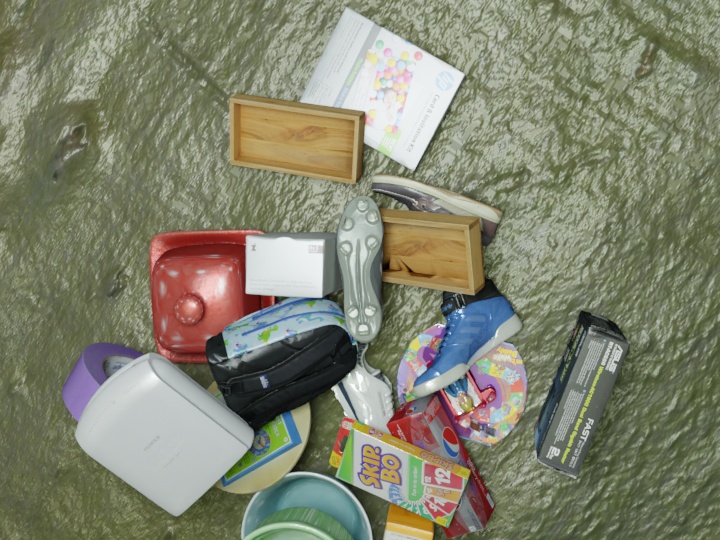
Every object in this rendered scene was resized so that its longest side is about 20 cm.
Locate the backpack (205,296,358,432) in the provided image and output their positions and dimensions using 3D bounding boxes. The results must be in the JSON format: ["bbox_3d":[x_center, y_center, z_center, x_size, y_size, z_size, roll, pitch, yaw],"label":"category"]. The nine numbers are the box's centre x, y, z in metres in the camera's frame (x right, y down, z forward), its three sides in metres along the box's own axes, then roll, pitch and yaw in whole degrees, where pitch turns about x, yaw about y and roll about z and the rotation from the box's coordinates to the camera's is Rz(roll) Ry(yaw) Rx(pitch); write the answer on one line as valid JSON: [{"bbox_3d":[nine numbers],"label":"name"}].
[{"bbox_3d":[-0.102,0.118,1.315,0.197,0.155,0.165,-19,124,6],"label":"backpack"}]

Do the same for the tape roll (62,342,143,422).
[{"bbox_3d":[-0.334,0.191,1.362,0.198,0.200,0.066,33,100,3],"label":"tape roll"}]

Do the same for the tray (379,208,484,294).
[{"bbox_3d":[0.078,-0.031,1.305,0.197,0.037,0.100,9,117,36],"label":"tray"}]

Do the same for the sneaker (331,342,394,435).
[{"bbox_3d":[0.021,0.207,1.382,0.080,0.076,0.202,-29,93,2],"label":"sneaker"}]

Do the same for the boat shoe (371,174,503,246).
[{"bbox_3d":[0.105,-0.088,1.335,0.196,0.072,0.066,17,94,0],"label":"boat shoe"}]

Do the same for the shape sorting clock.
[{"bbox_3d":[-0.165,0.233,1.387,0.196,0.039,0.204,-10,63,21],"label":"shape sorting clock"}]

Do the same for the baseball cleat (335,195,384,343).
[{"bbox_3d":[0.000,0.000,1.307,0.068,0.106,0.204,2,86,3],"label":"baseball cleat"}]

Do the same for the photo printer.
[{"bbox_3d":[-0.266,0.214,1.232,0.166,0.070,0.200,-42,111,13],"label":"photo printer"}]

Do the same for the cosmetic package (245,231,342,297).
[{"bbox_3d":[-0.086,-0.012,1.303,0.110,0.200,0.083,3,96,10],"label":"cosmetic package"}]

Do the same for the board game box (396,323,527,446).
[{"bbox_3d":[0.151,0.173,1.372,0.196,0.039,0.161,15,98,5],"label":"board game box"}]

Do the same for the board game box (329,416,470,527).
[{"bbox_3d":[0.051,0.289,1.330,0.197,0.030,0.097,23,119,11],"label":"board game box"}]

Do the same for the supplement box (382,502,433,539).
[{"bbox_3d":[0.060,0.453,1.375,0.072,0.126,0.204,11,99,5],"label":"supplement box"}]

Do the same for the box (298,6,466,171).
[{"bbox_3d":[0.030,-0.261,1.340,0.198,0.041,0.158,30,100,3],"label":"box"}]

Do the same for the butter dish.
[{"bbox_3d":[-0.233,0.047,1.359,0.195,0.148,0.204,-1,97,9],"label":"butter dish"}]

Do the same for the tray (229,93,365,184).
[{"bbox_3d":[-0.093,-0.193,1.344,0.196,0.037,0.100,10,116,13],"label":"tray"}]

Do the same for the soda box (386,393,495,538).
[{"bbox_3d":[0.119,0.287,1.361,0.069,0.063,0.202,-23,98,32],"label":"soda box"}]

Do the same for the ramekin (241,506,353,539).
[{"bbox_3d":[-0.089,0.435,1.302,0.196,0.098,0.204,1,97,8],"label":"ramekin"}]

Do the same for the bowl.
[{"bbox_3d":[-0.072,0.386,1.396,0.197,0.105,0.205,1,98,8],"label":"bowl"}]

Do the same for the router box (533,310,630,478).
[{"bbox_3d":[0.305,0.168,1.294,0.061,0.150,0.203,20,99,6],"label":"router box"}]

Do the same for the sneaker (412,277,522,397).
[{"bbox_3d":[0.131,0.087,1.321,0.198,0.077,0.112,-34,89,-19],"label":"sneaker"}]
